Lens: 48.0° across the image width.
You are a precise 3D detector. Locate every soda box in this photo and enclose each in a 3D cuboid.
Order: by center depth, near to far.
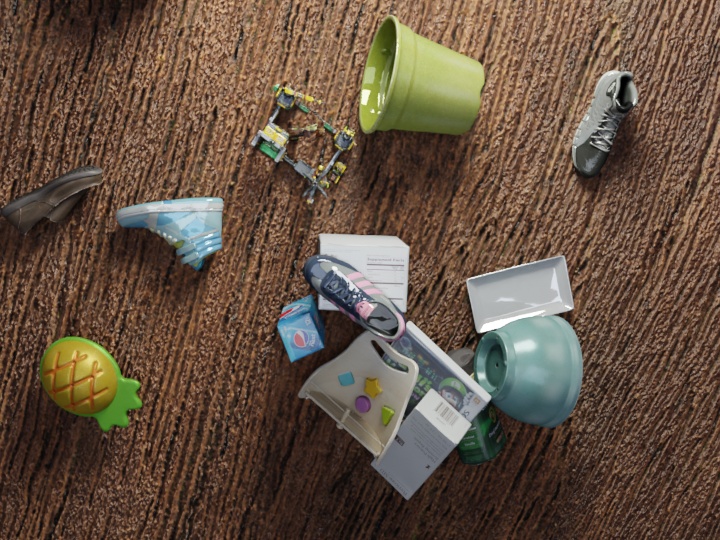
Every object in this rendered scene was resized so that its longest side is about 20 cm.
[{"bbox_3d":[-0.103,0.099,1.443,0.063,0.200,0.069,-23,97,0],"label":"soda box"}]

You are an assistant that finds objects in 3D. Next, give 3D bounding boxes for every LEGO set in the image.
[{"bbox_3d":[-0.104,-0.234,1.444,0.199,0.116,0.154,42,93,-7],"label":"LEGO set"}]

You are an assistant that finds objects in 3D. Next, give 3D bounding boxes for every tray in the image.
[{"bbox_3d":[0.305,0.045,1.551,0.195,0.022,0.110,-14,97,-1],"label":"tray"}]

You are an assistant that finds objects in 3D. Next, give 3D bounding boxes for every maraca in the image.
[{"bbox_3d":[-0.494,0.208,1.481,0.199,0.107,0.138,37,101,-7],"label":"maraca"}]

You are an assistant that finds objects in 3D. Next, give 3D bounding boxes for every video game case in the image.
[{"bbox_3d":[0.118,0.219,1.483,0.199,0.023,0.183,42,130,11],"label":"video game case"}]

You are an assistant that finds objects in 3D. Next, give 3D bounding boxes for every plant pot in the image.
[{"bbox_3d":[0.112,-0.324,1.424,0.180,0.200,0.205,10,97,-16],"label":"plant pot"},{"bbox_3d":[0.287,0.175,1.460,0.131,0.200,0.205,8,97,-21],"label":"plant pot"}]

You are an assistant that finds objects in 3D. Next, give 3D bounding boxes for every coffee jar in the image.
[{"bbox_3d":[0.202,0.253,1.526,0.084,0.104,0.204,-17,100,33],"label":"coffee jar"}]

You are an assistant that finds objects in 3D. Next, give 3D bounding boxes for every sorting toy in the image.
[{"bbox_3d":[0.018,0.213,1.478,0.199,0.106,0.182,38,107,18],"label":"sorting toy"}]

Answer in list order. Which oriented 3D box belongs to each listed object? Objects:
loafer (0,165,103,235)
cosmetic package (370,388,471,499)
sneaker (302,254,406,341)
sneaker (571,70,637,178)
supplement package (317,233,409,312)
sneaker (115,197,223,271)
[{"bbox_3d":[-0.547,-0.127,1.463,0.196,0.073,0.072,-25,108,5],"label":"loafer"},{"bbox_3d":[0.108,0.320,1.482,0.101,0.074,0.202,40,129,12],"label":"cosmetic package"},{"bbox_3d":[-0.006,0.043,1.299,0.198,0.082,0.071,33,96,-7],"label":"sneaker"},{"bbox_3d":[0.448,-0.269,1.474,0.073,0.116,0.205,14,96,-5],"label":"sneaker"},{"bbox_3d":[0.000,0.000,1.437,0.152,0.200,0.114,1,98,-4],"label":"supplement package"},{"bbox_3d":[-0.343,-0.061,1.472,0.195,0.080,0.134,-5,96,-2],"label":"sneaker"}]
